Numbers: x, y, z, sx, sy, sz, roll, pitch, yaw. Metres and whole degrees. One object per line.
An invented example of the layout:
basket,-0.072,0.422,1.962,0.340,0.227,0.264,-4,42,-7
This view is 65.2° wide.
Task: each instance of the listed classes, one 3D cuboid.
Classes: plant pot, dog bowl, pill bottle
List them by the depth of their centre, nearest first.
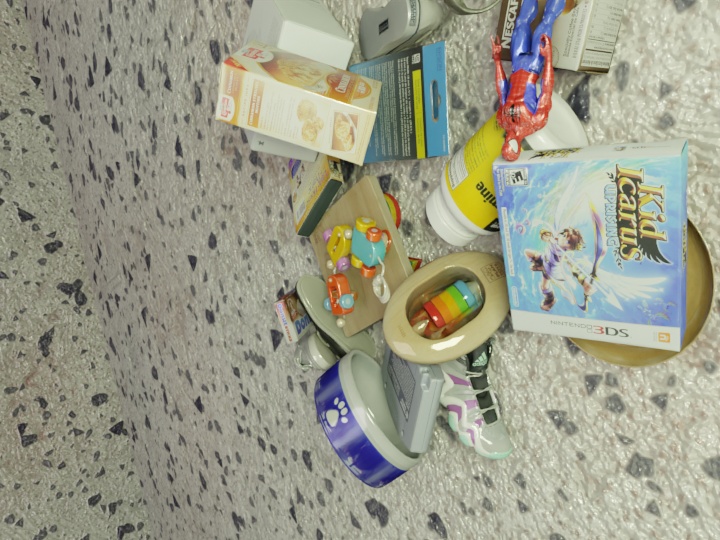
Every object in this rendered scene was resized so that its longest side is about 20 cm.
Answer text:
plant pot,0.297,0.006,0.641,0.197,0.027,0.208,18,114,46
pill bottle,0.170,-0.118,0.693,0.200,0.110,0.115,-44,68,47
dog bowl,0.014,0.235,0.903,0.078,0.199,0.203,-36,69,12

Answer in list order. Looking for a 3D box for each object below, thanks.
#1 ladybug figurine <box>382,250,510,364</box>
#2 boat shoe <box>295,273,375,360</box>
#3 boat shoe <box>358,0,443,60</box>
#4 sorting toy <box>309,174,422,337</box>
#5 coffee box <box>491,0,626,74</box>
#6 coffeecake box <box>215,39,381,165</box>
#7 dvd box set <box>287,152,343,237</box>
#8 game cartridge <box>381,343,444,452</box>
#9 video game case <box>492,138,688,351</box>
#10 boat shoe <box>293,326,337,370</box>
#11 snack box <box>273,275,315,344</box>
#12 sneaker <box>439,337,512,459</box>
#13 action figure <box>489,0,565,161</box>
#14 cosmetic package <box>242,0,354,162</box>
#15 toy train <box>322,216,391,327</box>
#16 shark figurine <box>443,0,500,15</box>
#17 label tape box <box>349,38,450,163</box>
ladybug figurine,0.122,0.054,0.767,0.138,0.196,0.072,59,177,30
boat shoe,-0.054,0.093,1.004,0.200,0.075,0.060,47,139,-19
boat shoe,0.053,-0.348,0.804,0.199,0.063,0.075,-161,66,-69
sorting toy,0.016,-0.021,0.936,0.197,0.068,0.206,-33,74,49
coffee box,0.222,-0.324,0.596,0.113,0.078,0.207,29,121,41
coffeecake box,-0.075,-0.228,0.751,0.193,0.155,0.075,16,122,-4
dvd box set,-0.084,-0.184,0.984,0.147,0.029,0.205,-52,39,44
game cartridge,0.072,0.165,0.842,0.201,0.039,0.137,-113,34,-65
video game case,0.237,-0.024,0.585,0.177,0.045,0.206,4,120,37
boat shoe,-0.092,0.150,1.040,0.073,0.068,0.200,50,179,-16
snack box,-0.105,0.066,1.019,0.024,0.200,0.074,-16,98,13
sneaker,0.165,0.154,0.801,0.201,0.076,0.142,51,135,27
action figure,0.166,-0.213,0.561,0.064,0.051,0.208,12,97,41
cosmetic package,-0.119,-0.326,0.922,0.203,0.119,0.203,-65,33,33
toy train,0.000,0.000,0.862,0.198,0.054,0.156,-20,82,59
shark figurine,0.109,-0.370,0.660,0.127,0.088,0.221,-18,51,60
label tape box,0.070,-0.236,0.815,0.197,0.062,0.150,9,106,49
